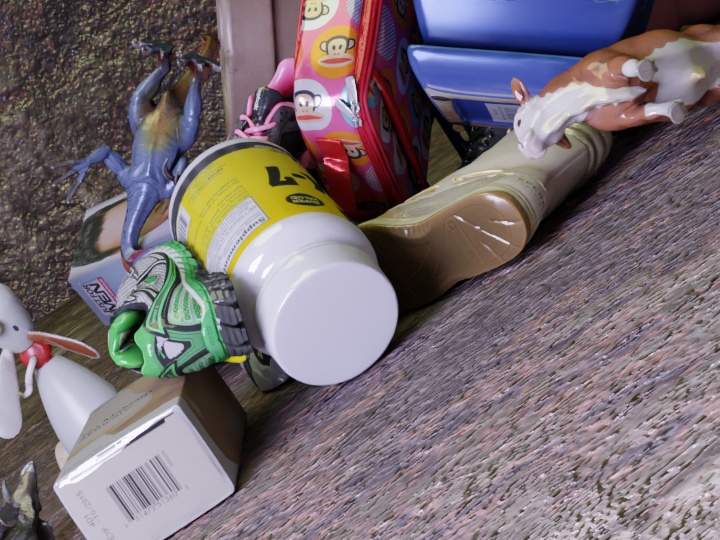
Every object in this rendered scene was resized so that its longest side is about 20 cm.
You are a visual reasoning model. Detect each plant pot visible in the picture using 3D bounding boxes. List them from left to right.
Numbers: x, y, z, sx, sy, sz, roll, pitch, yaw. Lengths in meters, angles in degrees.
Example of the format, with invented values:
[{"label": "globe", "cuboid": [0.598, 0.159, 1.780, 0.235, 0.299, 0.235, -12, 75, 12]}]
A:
[{"label": "plant pot", "cuboid": [-0.037, -0.212, 1.700, 0.173, 0.202, 0.200, -3, 7, -5]}, {"label": "plant pot", "cuboid": [0.134, -0.206, 1.516, 0.198, 0.181, 0.200, 5, -5, 9]}]

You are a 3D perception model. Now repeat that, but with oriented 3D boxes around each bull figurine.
[{"label": "bull figurine", "cuboid": [0.201, -0.129, 1.361, 0.199, 0.066, 0.121, -22, 14, -24]}]

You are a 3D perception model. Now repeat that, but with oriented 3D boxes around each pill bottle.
[{"label": "pill bottle", "cuboid": [-0.055, -0.007, 1.400, 0.114, 0.115, 0.200, -35, 36, -5]}]

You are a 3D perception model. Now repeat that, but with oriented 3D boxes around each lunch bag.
[{"label": "lunch bag", "cuboid": [0.002, -0.126, 1.544, 0.081, 0.200, 0.177, 0, 62, 16]}]

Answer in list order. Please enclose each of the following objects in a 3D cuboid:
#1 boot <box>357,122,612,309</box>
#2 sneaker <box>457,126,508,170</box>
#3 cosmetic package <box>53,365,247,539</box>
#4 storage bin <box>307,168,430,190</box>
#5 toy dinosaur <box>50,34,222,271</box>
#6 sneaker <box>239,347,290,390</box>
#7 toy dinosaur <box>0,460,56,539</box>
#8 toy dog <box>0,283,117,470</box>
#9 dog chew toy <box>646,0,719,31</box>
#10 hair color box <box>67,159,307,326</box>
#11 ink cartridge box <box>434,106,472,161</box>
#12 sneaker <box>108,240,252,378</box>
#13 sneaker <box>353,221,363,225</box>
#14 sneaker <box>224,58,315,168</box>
[{"label": "boot", "cuboid": [0.082, -0.048, 1.452, 0.199, 0.073, 0.155, -23, 14, 46]}, {"label": "sneaker", "cuboid": [0.102, -0.109, 1.630, 0.200, 0.100, 0.071, -42, 13, -34]}, {"label": "cosmetic package", "cuboid": [-0.141, 0.124, 1.350, 0.105, 0.071, 0.200, -33, 9, 3]}, {"label": "storage bin", "cuboid": [-0.031, -0.077, 1.827, 0.094, 0.136, 0.200, -37, 9, -21]}, {"label": "toy dinosaur", "cuboid": [-0.156, -0.089, 1.612, 0.104, 0.183, 0.200, 17, 19, 25]}, {"label": "sneaker", "cuboid": [-0.087, 0.017, 1.538, 0.079, 0.130, 0.199, -36, 8, -5]}, {"label": "toy dinosaur", "cuboid": [-0.278, 0.222, 1.401, 0.200, 0.077, 0.102, -45, 1, -30]}, {"label": "toy dog", "cuboid": [-0.234, 0.105, 1.526, 0.132, 0.199, 0.096, -57, 19, 19]}, {"label": "dog chew toy", "cuboid": [0.287, -0.272, 1.795, 0.199, 0.125, 0.125, -25, 10, 8]}, {"label": "hair color box", "cuboid": [-0.146, -0.038, 1.664, 0.199, 0.061, 0.099, -23, 35, 21]}, {"label": "ink cartridge box", "cuboid": [0.145, -0.159, 1.741, 0.199, 0.100, 0.039, -30, 10, 34]}, {"label": "sneaker", "cuboid": [-0.144, 0.029, 1.375, 0.085, 0.079, 0.200, -16, 10, -16]}, {"label": "sneaker", "cuboid": [0.000, 0.000, 1.592, 0.087, 0.076, 0.200, -6, -3, -8]}, {"label": "sneaker", "cuboid": [-0.084, -0.097, 1.547, 0.078, 0.096, 0.200, 18, 45, 19]}]
